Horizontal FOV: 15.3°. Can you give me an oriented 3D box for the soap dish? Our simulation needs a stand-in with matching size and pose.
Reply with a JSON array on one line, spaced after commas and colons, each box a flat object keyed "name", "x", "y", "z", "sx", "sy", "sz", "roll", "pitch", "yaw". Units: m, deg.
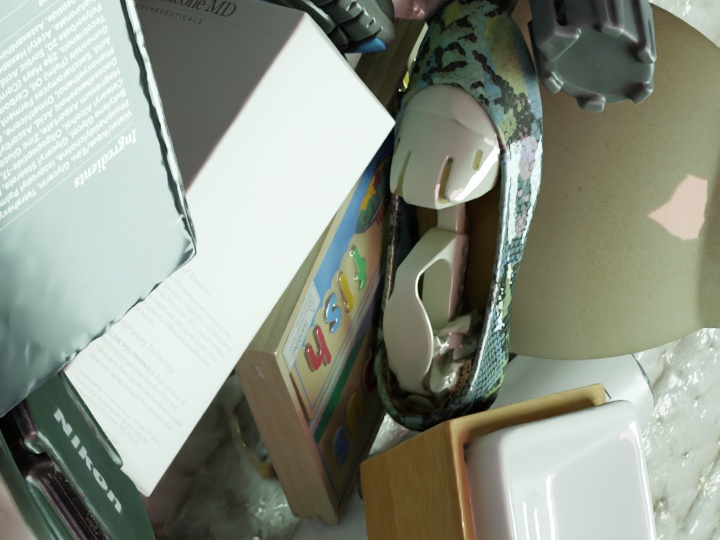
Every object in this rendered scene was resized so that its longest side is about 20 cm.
[{"name": "soap dish", "x": 0.072, "y": 0.140, "z": 1.236, "sx": 0.200, "sy": 0.081, "sz": 0.158, "roll": -6, "pitch": 89, "yaw": -66}]

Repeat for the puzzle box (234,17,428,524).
[{"name": "puzzle box", "x": 0.000, "y": 0.000, "z": 1.234, "sx": 0.133, "sy": 0.025, "sz": 0.200, "roll": 72, "pitch": 34, "yaw": -49}]

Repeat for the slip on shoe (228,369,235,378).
[{"name": "slip on shoe", "x": -0.034, "y": 0.002, "z": 1.261, "sx": 0.200, "sy": 0.060, "sz": 0.076, "roll": -22, "pitch": 133, "yaw": -45}]

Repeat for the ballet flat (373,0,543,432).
[{"name": "ballet flat", "x": 0.040, "y": -0.020, "z": 1.202, "sx": 0.074, "sy": 0.074, "sz": 0.201, "roll": -16, "pitch": 112, "yaw": -48}]

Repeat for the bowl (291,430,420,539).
[{"name": "bowl", "x": 0.011, "y": 0.176, "z": 1.295, "sx": 0.201, "sy": 0.090, "sz": 0.202, "roll": -8, "pitch": 90, "yaw": -66}]

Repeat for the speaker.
[{"name": "speaker", "x": 0.072, "y": 0.114, "z": 1.454, "sx": 0.200, "sy": 0.081, "sz": 0.081, "roll": -42, "pitch": 138, "yaw": -32}]

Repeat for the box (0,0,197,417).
[{"name": "box", "x": -0.180, "y": -0.080, "z": 0.907, "sx": 0.124, "sy": 0.200, "sz": 0.197, "roll": -42, "pitch": 138, "yaw": -29}]

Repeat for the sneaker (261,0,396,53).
[{"name": "sneaker", "x": -0.037, "y": -0.162, "z": 1.153, "sx": 0.200, "sy": 0.073, "sz": 0.082, "roll": 42, "pitch": 58, "yaw": -50}]

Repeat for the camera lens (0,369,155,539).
[{"name": "camera lens", "x": -0.184, "y": 0.118, "z": 0.985, "sx": 0.200, "sy": 0.160, "sz": 0.160, "roll": -29, "pitch": 142, "yaw": 6}]

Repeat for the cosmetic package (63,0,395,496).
[{"name": "cosmetic package", "x": -0.089, "y": -0.018, "z": 1.139, "sx": 0.200, "sy": 0.107, "sz": 0.085, "roll": -59, "pitch": 136, "yaw": -15}]

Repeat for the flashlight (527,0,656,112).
[{"name": "flashlight", "x": 0.105, "y": -0.156, "z": 1.246, "sx": 0.068, "sy": 0.067, "sz": 0.200, "roll": 77, "pitch": 5, "yaw": -46}]

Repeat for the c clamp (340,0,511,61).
[{"name": "c clamp", "x": 0.017, "y": -0.144, "z": 1.284, "sx": 0.200, "sy": 0.027, "sz": 0.171, "roll": -43, "pitch": 138, "yaw": -30}]

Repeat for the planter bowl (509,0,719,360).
[{"name": "planter bowl", "x": 0.142, "y": -0.042, "z": 1.363, "sx": 0.200, "sy": 0.134, "sz": 0.201, "roll": 13, "pitch": 90, "yaw": -74}]
